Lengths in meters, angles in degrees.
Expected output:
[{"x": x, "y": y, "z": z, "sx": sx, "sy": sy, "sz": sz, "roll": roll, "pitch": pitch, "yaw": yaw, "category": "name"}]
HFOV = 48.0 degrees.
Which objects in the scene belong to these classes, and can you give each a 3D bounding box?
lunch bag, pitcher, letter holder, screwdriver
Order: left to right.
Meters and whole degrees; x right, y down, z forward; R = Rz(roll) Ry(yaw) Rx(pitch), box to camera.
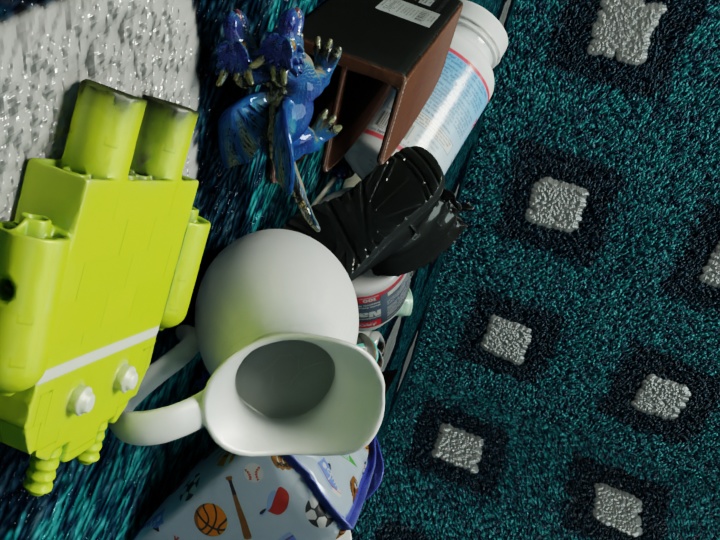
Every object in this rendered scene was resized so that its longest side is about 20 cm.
[{"x": -0.080, "y": 0.049, "z": 0.556, "sx": 0.201, "sy": 0.167, "sz": 0.124, "roll": -113, "pitch": -162, "yaw": -68, "category": "pitcher"}, {"x": -0.074, "y": 0.186, "z": 0.701, "sx": 0.169, "sy": 0.125, "sz": 0.200, "roll": -38, "pitch": -177, "yaw": 13, "category": "lunch bag"}, {"x": -0.033, "y": -0.093, "z": 0.839, "sx": 0.200, "sy": 0.027, "sz": 0.030, "roll": -54, "pitch": 131, "yaw": -59, "category": "screwdriver"}, {"x": 0.005, "y": -0.155, "z": 0.710, "sx": 0.201, "sy": 0.099, "sz": 0.144, "roll": -59, "pitch": 167, "yaw": -52, "category": "letter holder"}]

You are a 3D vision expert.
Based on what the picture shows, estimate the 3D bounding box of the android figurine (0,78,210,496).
[{"x": -0.132, "y": 0.011, "z": 0.409, "sx": 0.182, "sy": 0.040, "sz": 0.204, "roll": -23, "pitch": 129, "yaw": -79, "category": "android figurine"}]

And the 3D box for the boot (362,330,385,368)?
[{"x": -0.013, "y": 0.132, "z": 1.194, "sx": 0.201, "sy": 0.094, "sz": 0.075, "roll": 89, "pitch": 22, "yaw": -65, "category": "boot"}]

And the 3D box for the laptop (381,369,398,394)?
[{"x": -0.040, "y": 0.253, "z": 1.223, "sx": 0.187, "sy": 0.114, "sz": 0.204, "roll": -48, "pitch": 155, "yaw": -67, "category": "laptop"}]

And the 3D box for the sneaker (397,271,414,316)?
[{"x": 0.007, "y": 0.045, "z": 1.071, "sx": 0.075, "sy": 0.116, "sz": 0.202, "roll": 102, "pitch": 12, "yaw": -49, "category": "sneaker"}]

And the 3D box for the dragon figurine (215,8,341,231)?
[{"x": -0.057, "y": -0.093, "z": 0.540, "sx": 0.100, "sy": 0.058, "sz": 0.203, "roll": -56, "pitch": 163, "yaw": -44, "category": "dragon figurine"}]

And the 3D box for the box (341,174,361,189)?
[{"x": 0.023, "y": -0.085, "z": 1.056, "sx": 0.200, "sy": 0.067, "sz": 0.084, "roll": 36, "pitch": 73, "yaw": -80, "category": "box"}]

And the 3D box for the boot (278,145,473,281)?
[{"x": 0.011, "y": -0.026, "z": 0.744, "sx": 0.197, "sy": 0.074, "sz": 0.162, "roll": -37, "pitch": 164, "yaw": 3, "category": "boot"}]

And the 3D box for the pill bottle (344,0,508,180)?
[{"x": 0.073, "y": -0.178, "z": 0.851, "sx": 0.202, "sy": 0.107, "sz": 0.109, "roll": -58, "pitch": 168, "yaw": -12, "category": "pill bottle"}]

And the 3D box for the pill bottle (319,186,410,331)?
[{"x": 0.000, "y": 0.000, "z": 0.928, "sx": 0.201, "sy": 0.117, "sz": 0.122, "roll": 82, "pitch": 29, "yaw": -70, "category": "pill bottle"}]

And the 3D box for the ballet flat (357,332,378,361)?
[{"x": -0.055, "y": 0.142, "z": 1.027, "sx": 0.067, "sy": 0.069, "sz": 0.201, "roll": -1, "pitch": 142, "yaw": -41, "category": "ballet flat"}]

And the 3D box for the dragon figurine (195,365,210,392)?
[{"x": -0.083, "y": 0.053, "z": 0.722, "sx": 0.100, "sy": 0.058, "sz": 0.202, "roll": 96, "pitch": 15, "yaw": -56, "category": "dragon figurine"}]

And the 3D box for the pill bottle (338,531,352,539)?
[{"x": -0.072, "y": 0.267, "z": 0.881, "sx": 0.200, "sy": 0.112, "sz": 0.117, "roll": -172, "pitch": -78, "yaw": -78, "category": "pill bottle"}]
